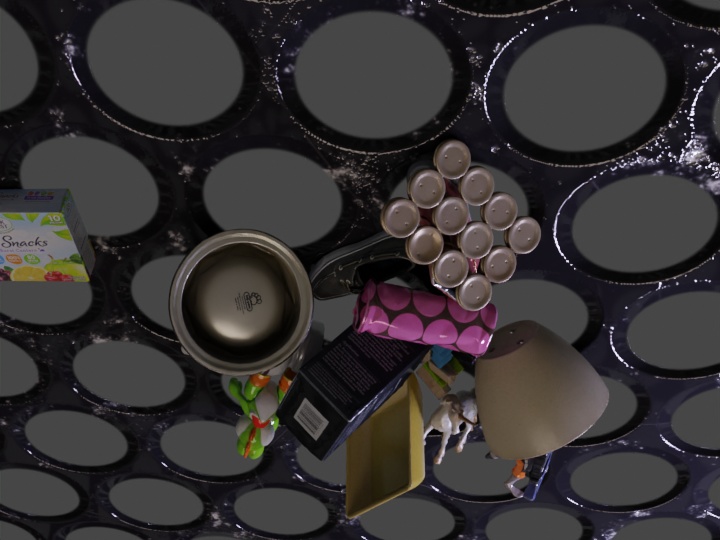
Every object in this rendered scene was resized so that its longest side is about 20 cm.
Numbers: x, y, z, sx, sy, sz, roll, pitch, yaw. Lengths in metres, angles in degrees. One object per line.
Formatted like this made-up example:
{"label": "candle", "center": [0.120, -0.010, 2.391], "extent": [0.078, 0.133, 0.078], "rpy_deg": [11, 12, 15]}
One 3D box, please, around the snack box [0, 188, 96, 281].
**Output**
{"label": "snack box", "center": [-0.490, -0.048, 1.459], "extent": [0.198, 0.053, 0.143], "rpy_deg": [0, 137, 7]}

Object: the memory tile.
{"label": "memory tile", "center": [0.130, -0.056, 1.327], "extent": [0.200, 0.017, 0.154], "rpy_deg": [43, 84, -24]}

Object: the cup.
{"label": "cup", "center": [0.249, 0.160, 1.536], "extent": [0.199, 0.201, 0.144], "rpy_deg": [-21, 108, 27]}

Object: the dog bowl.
{"label": "dog bowl", "center": [-0.167, 0.043, 1.441], "extent": [0.198, 0.202, 0.074], "rpy_deg": [15, 180, -11]}

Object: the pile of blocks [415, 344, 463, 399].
{"label": "pile of blocks", "center": [0.127, 0.116, 1.565], "extent": [0.082, 0.062, 0.201], "rpy_deg": [39, 155, 33]}

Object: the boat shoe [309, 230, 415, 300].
{"label": "boat shoe", "center": [0.000, 0.000, 1.458], "extent": [0.199, 0.057, 0.069], "rpy_deg": [-29, 129, 32]}

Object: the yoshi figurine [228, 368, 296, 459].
{"label": "yoshi figurine", "center": [-0.160, 0.220, 1.719], "extent": [0.111, 0.112, 0.201], "rpy_deg": [-15, 138, -42]}

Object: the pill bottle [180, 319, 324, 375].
{"label": "pill bottle", "center": [-0.158, 0.093, 1.540], "extent": [0.198, 0.113, 0.113], "rpy_deg": [15, 138, -12]}

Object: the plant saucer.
{"label": "plant saucer", "center": [0.044, 0.279, 1.648], "extent": [0.048, 0.202, 0.200], "rpy_deg": [16, 148, -26]}

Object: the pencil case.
{"label": "pencil case", "center": [0.085, 0.067, 1.435], "extent": [0.198, 0.092, 0.094], "rpy_deg": [14, -177, -17]}

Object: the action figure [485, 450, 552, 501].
{"label": "action figure", "center": [0.261, 0.286, 1.670], "extent": [0.104, 0.201, 0.194], "rpy_deg": [22, 140, 11]}

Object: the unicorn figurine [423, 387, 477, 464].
{"label": "unicorn figurine", "center": [0.145, 0.237, 1.635], "extent": [0.073, 0.200, 0.138], "rpy_deg": [25, 115, 9]}

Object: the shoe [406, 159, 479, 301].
{"label": "shoe", "center": [0.113, -0.048, 1.365], "extent": [0.071, 0.092, 0.201], "rpy_deg": [-12, 136, 18]}

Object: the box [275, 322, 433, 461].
{"label": "box", "center": [-0.009, 0.156, 1.507], "extent": [0.104, 0.200, 0.148], "rpy_deg": [43, 143, 10]}
